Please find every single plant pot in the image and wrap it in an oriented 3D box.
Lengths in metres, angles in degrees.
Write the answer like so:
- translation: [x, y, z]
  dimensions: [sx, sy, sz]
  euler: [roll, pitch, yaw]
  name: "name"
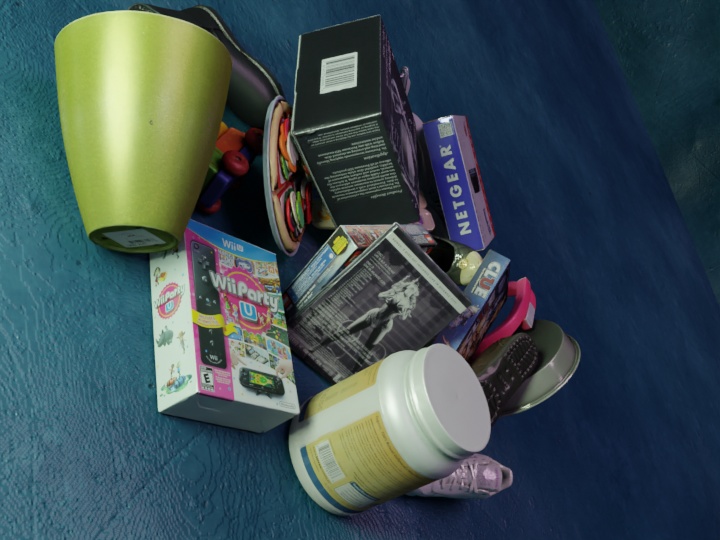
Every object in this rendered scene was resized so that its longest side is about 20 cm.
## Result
- translation: [-0.227, -0.128, 0.949]
  dimensions: [0.186, 0.185, 0.204]
  euler: [17, 66, -48]
  name: "plant pot"

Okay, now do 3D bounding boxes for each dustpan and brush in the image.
- translation: [0.060, -0.218, 1.388]
  dimensions: [0.139, 0.203, 0.057]
  euler: [37, 41, 29]
  name: "dustpan and brush"

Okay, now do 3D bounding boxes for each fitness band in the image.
- translation: [0.199, 0.073, 1.415]
  dimensions: [0.038, 0.142, 0.201]
  euler: [57, 25, -15]
  name: "fitness band"

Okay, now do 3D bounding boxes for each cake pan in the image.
- translation: [0.222, 0.138, 1.344]
  dimensions: [0.037, 0.198, 0.201]
  euler: [60, 30, -20]
  name: "cake pan"

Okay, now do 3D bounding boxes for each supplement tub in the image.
- translation: [0.032, 0.179, 1.033]
  dimensions: [0.144, 0.198, 0.147]
  euler: [35, 39, -35]
  name: "supplement tub"

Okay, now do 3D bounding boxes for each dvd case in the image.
- translation: [0.018, 0.057, 1.123]
  dimensions: [0.149, 0.200, 0.016]
  euler: [43, 13, -25]
  name: "dvd case"

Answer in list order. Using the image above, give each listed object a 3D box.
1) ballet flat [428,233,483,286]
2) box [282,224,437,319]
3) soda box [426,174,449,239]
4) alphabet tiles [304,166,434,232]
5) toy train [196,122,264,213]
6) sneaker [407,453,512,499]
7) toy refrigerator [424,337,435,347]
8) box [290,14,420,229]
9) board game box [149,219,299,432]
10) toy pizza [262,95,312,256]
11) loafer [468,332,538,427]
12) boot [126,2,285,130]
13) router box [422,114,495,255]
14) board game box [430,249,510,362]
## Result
- translation: [0.094, -0.025, 1.335]
  dimensions: [0.057, 0.198, 0.067]
  euler: [32, 81, -53]
  name: "ballet flat"
- translation: [0.000, 0.000, 1.190]
  dimensions: [0.040, 0.137, 0.199]
  euler: [53, 27, 20]
  name: "box"
- translation: [0.094, -0.116, 1.489]
  dimensions: [0.063, 0.068, 0.203]
  euler: [-7, 71, -61]
  name: "soda box"
- translation: [0.008, -0.104, 1.324]
  dimensions: [0.192, 0.015, 0.203]
  euler: [0, 55, -26]
  name: "alphabet tiles"
- translation: [-0.174, -0.167, 1.140]
  dimensions: [0.115, 0.085, 0.201]
  euler: [40, 34, -7]
  name: "toy train"
- translation: [0.124, 0.258, 1.197]
  dimensions: [0.198, 0.098, 0.076]
  euler: [18, 71, -48]
  name: "sneaker"
- translation: [0.055, 0.092, 1.265]
  dimensions: [0.076, 0.069, 0.200]
  euler: [55, 32, -8]
  name: "toy refrigerator"
- translation: [-0.002, -0.190, 1.226]
  dimensions: [0.198, 0.122, 0.203]
  euler: [67, 18, -48]
  name: "box"
- translation: [-0.149, 0.061, 0.997]
  dimensions: [0.147, 0.064, 0.203]
  euler: [23, 47, -46]
  name: "board game box"
- translation: [-0.086, -0.120, 1.169]
  dimensions: [0.200, 0.031, 0.204]
  euler: [-3, 90, -82]
  name: "toy pizza"
- translation: [0.160, 0.163, 1.242]
  dimensions: [0.199, 0.071, 0.074]
  euler: [-37, 103, -27]
  name: "loafer"
- translation: [-0.197, -0.252, 1.164]
  dimensions: [0.201, 0.076, 0.168]
  euler: [53, 27, 0]
  name: "boot"
- translation: [0.155, -0.134, 1.416]
  dimensions: [0.179, 0.048, 0.204]
  euler: [-34, 111, -74]
  name: "router box"
- translation: [0.142, 0.086, 1.260]
  dimensions: [0.201, 0.034, 0.136]
  euler: [-56, 161, -17]
  name: "board game box"
